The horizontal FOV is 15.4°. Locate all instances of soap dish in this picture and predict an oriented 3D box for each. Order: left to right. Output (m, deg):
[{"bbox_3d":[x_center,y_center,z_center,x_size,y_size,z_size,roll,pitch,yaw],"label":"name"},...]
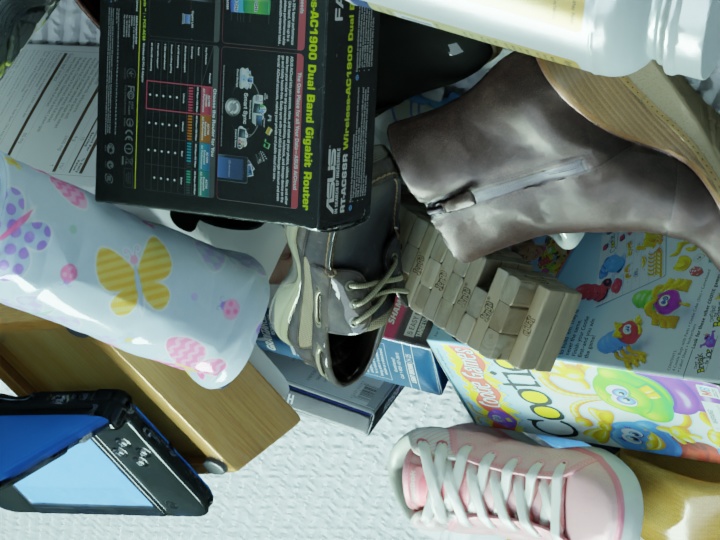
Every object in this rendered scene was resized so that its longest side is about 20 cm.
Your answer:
[{"bbox_3d":[-0.156,0.054,1.698,0.157,0.081,0.200,-6,138,41],"label":"soap dish"}]

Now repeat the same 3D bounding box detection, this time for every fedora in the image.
[{"bbox_3d":[0.230,0.133,1.699,0.200,0.201,0.082,6,137,30],"label":"fedora"}]

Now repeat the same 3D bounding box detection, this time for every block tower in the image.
[{"bbox_3d":[0.042,-0.008,1.645,0.200,0.058,0.054,31,-165,37],"label":"block tower"}]

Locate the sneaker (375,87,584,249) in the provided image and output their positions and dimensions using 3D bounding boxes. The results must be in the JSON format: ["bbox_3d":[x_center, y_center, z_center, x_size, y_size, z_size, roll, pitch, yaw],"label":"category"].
[{"bbox_3d":[0.055,-0.058,1.603,0.199,0.087,0.075,10,151,26],"label":"sneaker"}]

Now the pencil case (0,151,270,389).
[{"bbox_3d":[-0.150,0.000,1.547,0.199,0.084,0.091,24,172,-32],"label":"pencil case"}]

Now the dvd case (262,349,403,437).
[{"bbox_3d":[-0.065,0.048,1.831,0.199,0.150,0.025,19,112,10],"label":"dvd case"}]

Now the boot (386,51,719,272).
[{"bbox_3d":[0.130,-0.044,1.526,0.166,0.072,0.200,-27,114,22],"label":"boot"}]

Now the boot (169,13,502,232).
[{"bbox_3d":[-0.014,-0.085,1.553,0.199,0.139,0.077,-10,138,45],"label":"boot"}]

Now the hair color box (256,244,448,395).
[{"bbox_3d":[-0.025,0.004,1.753,0.199,0.100,0.061,13,149,19],"label":"hair color box"}]

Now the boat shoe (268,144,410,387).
[{"bbox_3d":[0.000,0.000,1.576,0.073,0.074,0.200,51,156,21],"label":"boat shoe"}]

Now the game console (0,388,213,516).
[{"bbox_3d":[-0.225,0.140,1.683,0.199,0.119,0.171,-2,139,39],"label":"game console"}]

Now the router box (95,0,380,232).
[{"bbox_3d":[-0.067,-0.129,1.476,0.149,0.201,0.062,8,-169,29],"label":"router box"}]

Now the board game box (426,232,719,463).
[{"bbox_3d":[0.161,0.043,1.672,0.199,0.105,0.103,8,149,29],"label":"board game box"}]

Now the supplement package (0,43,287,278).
[{"bbox_3d":[-0.149,-0.062,1.715,0.199,0.120,0.121,5,145,31],"label":"supplement package"}]

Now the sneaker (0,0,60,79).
[{"bbox_3d":[-0.235,-0.161,1.609,0.084,0.075,0.200,37,175,-8],"label":"sneaker"}]

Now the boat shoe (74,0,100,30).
[{"bbox_3d":[-0.161,-0.202,1.541,0.070,0.071,0.200,-3,141,42],"label":"boat shoe"}]

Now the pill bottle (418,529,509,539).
[{"bbox_3d":[0.147,0.193,1.940,0.199,0.105,0.104,22,152,5],"label":"pill bottle"}]

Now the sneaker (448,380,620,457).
[{"bbox_3d":[0.115,0.082,1.809,0.199,0.066,0.078,28,163,-15],"label":"sneaker"}]

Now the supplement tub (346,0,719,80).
[{"bbox_3d":[0.091,-0.178,1.308,0.199,0.145,0.145,17,151,13],"label":"supplement tub"}]

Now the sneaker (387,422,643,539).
[{"bbox_3d":[0.089,0.144,1.702,0.104,0.076,0.200,-3,-169,-30],"label":"sneaker"}]
